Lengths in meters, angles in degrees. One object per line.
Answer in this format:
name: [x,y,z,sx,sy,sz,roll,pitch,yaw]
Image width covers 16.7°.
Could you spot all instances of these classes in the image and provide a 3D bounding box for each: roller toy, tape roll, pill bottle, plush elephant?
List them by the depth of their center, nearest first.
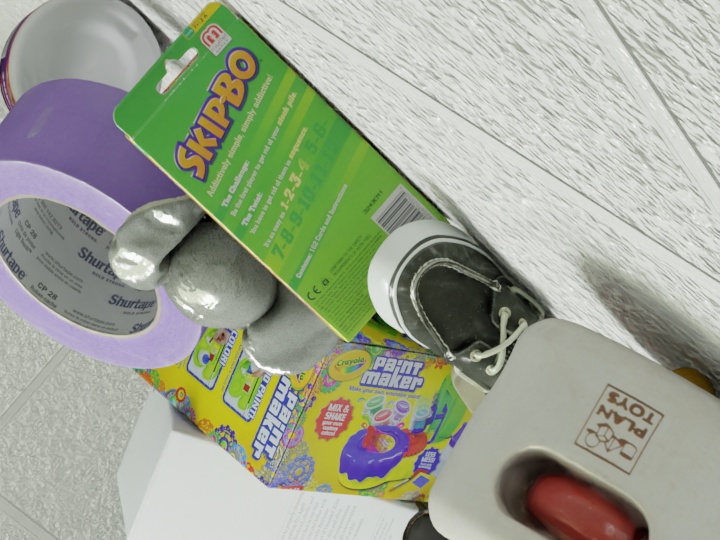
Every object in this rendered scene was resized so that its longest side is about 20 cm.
roller toy: [0.141,0.114,1.259,0.182,0.140,0.200,32,176,-23]
plush elephant: [-0.070,-0.023,1.564,0.165,0.155,0.200,42,175,-9]
tape roll: [-0.178,-0.030,1.706,0.199,0.085,0.201,20,144,15]
pill bottle: [-0.212,-0.146,1.830,0.111,0.112,0.200,42,175,-10]

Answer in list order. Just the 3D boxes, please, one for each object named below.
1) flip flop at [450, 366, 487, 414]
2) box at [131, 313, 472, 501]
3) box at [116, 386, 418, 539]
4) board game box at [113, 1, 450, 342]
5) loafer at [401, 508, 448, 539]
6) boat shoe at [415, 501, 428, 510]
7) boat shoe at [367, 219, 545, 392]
flip flop: [0.131,0.135,1.780,0.081,0.058,0.200,-18,126,34]
box: [-0.030,0.069,1.829,0.199,0.123,0.192,11,-161,-45]
box: [-0.072,0.168,1.855,0.199,0.098,0.124,20,-166,-15]
board game box: [-0.048,-0.059,1.450,0.200,0.096,0.030,44,174,-19]
loafer: [0.070,0.206,1.593,0.072,0.073,0.200,30,-173,-32]
boat shoe: [0.126,0.175,1.887,0.199,0.072,0.066,-4,-175,16]
boat shoe: [0.078,0.034,1.475,0.064,0.071,0.200,36,179,42]
